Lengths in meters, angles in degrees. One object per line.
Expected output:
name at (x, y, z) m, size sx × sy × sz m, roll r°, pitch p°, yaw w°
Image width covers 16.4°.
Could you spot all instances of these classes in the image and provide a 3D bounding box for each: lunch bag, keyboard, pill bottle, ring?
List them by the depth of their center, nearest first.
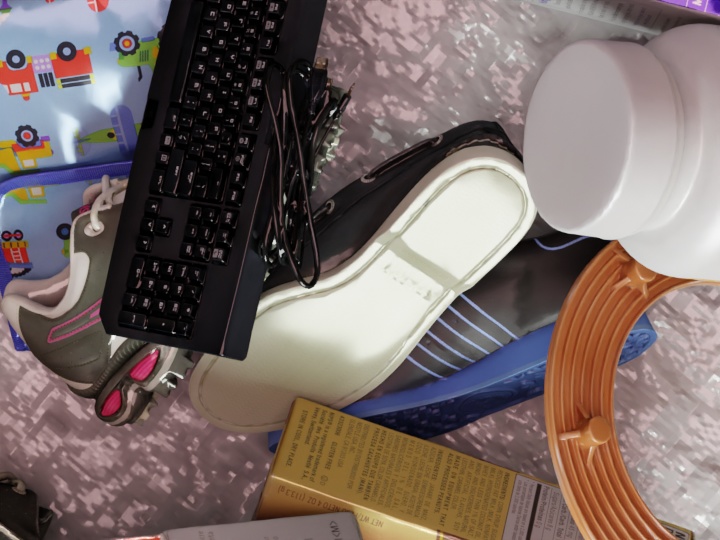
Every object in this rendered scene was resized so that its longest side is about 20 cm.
keyboard at (-0.057, -0.064, 1.082) m, size 0.104 × 0.040 × 0.201 m, roll 9°, pitch 85°, yaw 27°
pill bottle at (0.177, -0.050, 1.114) m, size 0.200 × 0.113 × 0.113 m, roll 5°, pitch 98°, yaw -29°
ring at (0.172, 0.069, 1.155) m, size 0.200 × 0.019 × 0.201 m, roll 9°, pitch 72°, yaw -29°
lunch bag at (-0.108, -0.050, 1.201) m, size 0.150 × 0.094 × 0.201 m, roll -9°, pitch 108°, yaw 3°

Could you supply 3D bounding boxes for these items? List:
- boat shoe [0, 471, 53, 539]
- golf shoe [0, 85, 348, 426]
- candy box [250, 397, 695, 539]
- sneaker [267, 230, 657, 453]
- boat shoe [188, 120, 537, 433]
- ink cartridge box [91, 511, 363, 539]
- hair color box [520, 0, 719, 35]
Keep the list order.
boat shoe at (-0.181, 0.135, 1.230) m, size 0.200 × 0.071 × 0.064 m, roll 45°, pitch 76°, yaw 2°
golf shoe at (-0.084, -0.017, 1.137) m, size 0.088 × 0.077 × 0.200 m, roll 37°, pitch 113°, yaw -10°
candy box at (0.044, 0.145, 1.183) m, size 0.199 × 0.057 × 0.117 m, roll 20°, pitch 134°, yaw -1°
sneaker at (0.042, 0.029, 1.203) m, size 0.200 × 0.070 × 0.078 m, roll -20°, pitch 69°, yaw 13°
boat shoe at (-0.002, -0.002, 1.160) m, size 0.074 × 0.066 × 0.199 m, roll 35°, pitch 117°, yaw -23°
ink cartridge box at (-0.094, 0.195, 1.157) m, size 0.173 × 0.044 × 0.200 m, roll -4°, pitch 136°, yaw -16°
hair color box at (0.078, -0.160, 1.150) m, size 0.199 × 0.109 × 0.065 m, roll 13°, pitch 90°, yaw 2°
